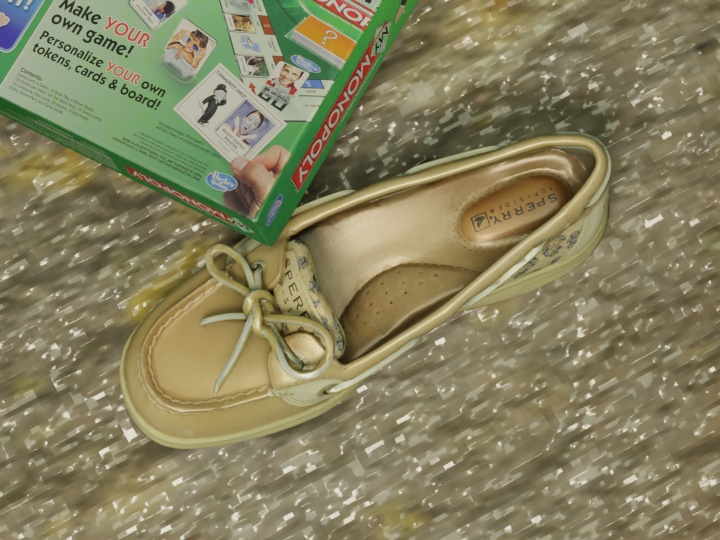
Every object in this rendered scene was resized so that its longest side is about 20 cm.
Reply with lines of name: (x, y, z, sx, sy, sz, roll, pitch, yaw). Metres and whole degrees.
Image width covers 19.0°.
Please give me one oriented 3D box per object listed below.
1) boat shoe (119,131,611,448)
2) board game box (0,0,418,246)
boat shoe: (0.000, 0.000, 0.791, 0.199, 0.063, 0.074, -29, 78, -5)
board game box: (-0.085, -0.110, 0.814, 0.199, 0.029, 0.135, 26, 77, 21)
